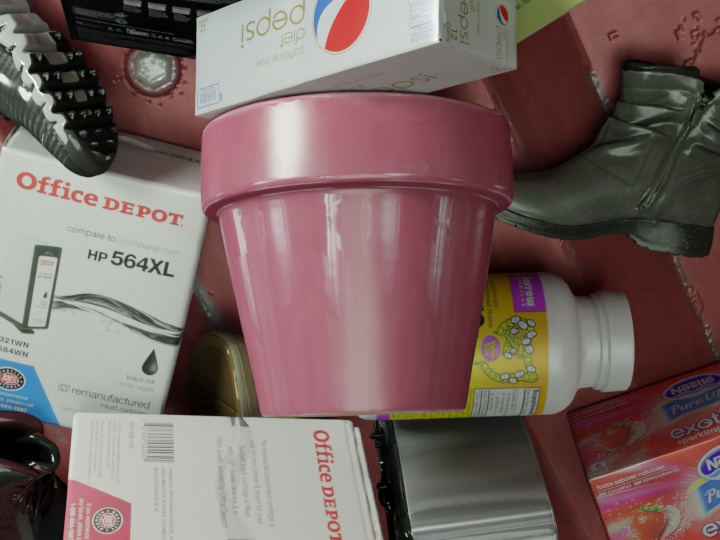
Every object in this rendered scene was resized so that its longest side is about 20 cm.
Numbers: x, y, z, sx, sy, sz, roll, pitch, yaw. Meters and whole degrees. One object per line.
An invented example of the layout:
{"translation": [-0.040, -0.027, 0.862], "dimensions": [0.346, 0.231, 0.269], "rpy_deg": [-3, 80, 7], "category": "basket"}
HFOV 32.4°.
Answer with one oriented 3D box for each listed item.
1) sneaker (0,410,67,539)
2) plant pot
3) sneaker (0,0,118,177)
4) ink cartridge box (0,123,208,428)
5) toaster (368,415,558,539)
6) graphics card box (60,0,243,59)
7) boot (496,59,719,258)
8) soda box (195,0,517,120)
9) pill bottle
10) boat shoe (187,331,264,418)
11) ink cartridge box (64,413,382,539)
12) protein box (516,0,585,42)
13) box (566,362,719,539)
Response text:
{"translation": [-0.244, 0.158, 0.901], "dimensions": [0.115, 0.076, 0.200], "rpy_deg": [-16, 146, 28], "category": "sneaker"}
{"translation": [0.000, 0.000, 0.773], "dimensions": [0.199, 0.200, 0.180], "rpy_deg": [-2, 82, -1], "category": "plant pot"}
{"translation": [-0.237, -0.130, 0.815], "dimensions": [0.090, 0.066, 0.200], "rpy_deg": [-41, 83, 25], "category": "sneaker"}
{"translation": [-0.192, 0.006, 0.881], "dimensions": [0.145, 0.084, 0.201], "rpy_deg": [13, 112, -7], "category": "ink cartridge box"}
{"translation": [0.075, 0.200, 0.922], "dimensions": [0.118, 0.181, 0.201], "rpy_deg": [-8, 114, -1], "category": "toaster"}
{"translation": [-0.121, -0.189, 0.747], "dimensions": [0.125, 0.200, 0.051], "rpy_deg": [7, 75, -5], "category": "graphics card box"}
{"translation": [0.175, -0.089, 0.871], "dimensions": [0.199, 0.068, 0.131], "rpy_deg": [7, 108, -13], "category": "boot"}
{"translation": [-0.009, -0.130, 0.706], "dimensions": [0.068, 0.199, 0.064], "rpy_deg": [8, 79, -45], "category": "soda box"}
{"translation": [0.092, 0.054, 0.899], "dimensions": [0.199, 0.104, 0.105], "rpy_deg": [-2, 113, -1], "category": "pill bottle"}
{"translation": [-0.081, 0.131, 0.952], "dimensions": [0.065, 0.072, 0.201], "rpy_deg": [-26, 117, -34], "category": "boat shoe"}
{"translation": [-0.094, 0.172, 0.829], "dimensions": [0.199, 0.146, 0.085], "rpy_deg": [2, 122, -10], "category": "ink cartridge box"}
{"translation": [0.057, -0.247, 0.705], "dimensions": [0.200, 0.198, 0.135], "rpy_deg": [38, 63, -16], "category": "protein box"}
{"translation": [0.271, 0.139, 0.942], "dimensions": [0.199, 0.103, 0.095], "rpy_deg": [-19, 112, 8], "category": "box"}
